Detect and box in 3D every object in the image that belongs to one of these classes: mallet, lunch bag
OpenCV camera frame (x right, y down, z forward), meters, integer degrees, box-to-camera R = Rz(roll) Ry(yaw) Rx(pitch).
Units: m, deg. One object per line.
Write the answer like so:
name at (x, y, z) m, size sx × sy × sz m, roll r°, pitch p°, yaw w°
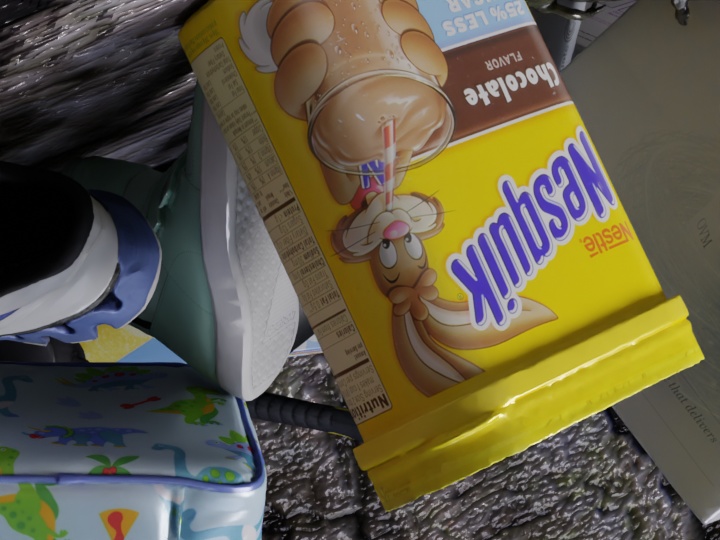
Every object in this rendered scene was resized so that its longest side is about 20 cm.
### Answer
mallet at (-0.093, 0.060, 1.189) m, size 0.199 × 0.041 × 0.066 m, roll 10°, pitch 178°, yaw 18°
lunch bag at (-0.143, 0.093, 1.052) m, size 0.199 × 0.083 × 0.161 m, roll 2°, pitch -161°, yaw -13°

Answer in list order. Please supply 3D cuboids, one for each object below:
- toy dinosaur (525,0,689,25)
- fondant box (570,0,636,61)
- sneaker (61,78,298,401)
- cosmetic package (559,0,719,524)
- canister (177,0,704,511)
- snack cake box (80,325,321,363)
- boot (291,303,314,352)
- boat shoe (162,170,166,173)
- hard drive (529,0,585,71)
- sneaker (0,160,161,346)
toy dinosaur at (0.098, -0.133, 0.984) m, size 0.088 × 0.048 × 0.200 m, roll 2°, pitch 173°, yaw -3°
fondant box at (0.183, -0.110, 1.267) m, size 0.144 × 0.059 × 0.200 m, roll 28°, pitch -145°, yaw 35°
sneaker at (-0.087, -0.035, 1.029) m, size 0.074 × 0.118 × 0.201 m, roll -50°, pitch 157°, yaw -39°
cosmetic package at (0.184, -0.029, 1.077) m, size 0.200 × 0.200 × 0.123 m, roll -43°, pitch 165°, yaw 20°
canister at (0.030, -0.028, 0.917) m, size 0.148 × 0.201 × 0.086 m, roll -22°, pitch 175°, yaw -39°
snack cake box at (-0.100, 0.023, 1.352) m, size 0.199 × 0.068 × 0.115 m, roll -7°, pitch 175°, yaw 1°
boot at (0.001, 0.001, 1.215) m, size 0.162 × 0.199 × 0.073 m, roll -34°, pitch -159°, yaw -29°
boat shoe at (-0.097, -0.001, 1.251) m, size 0.199 × 0.093 × 0.075 m, roll -23°, pitch 176°, yaw -11°
hard drive at (0.043, -0.071, 1.110) m, size 0.027 × 0.133 × 0.200 m, roll 21°, pitch -162°, yaw 23°
sneaker at (-0.185, 0.000, 0.942) m, size 0.199 × 0.081 × 0.115 m, roll -19°, pitch 162°, yaw 1°
